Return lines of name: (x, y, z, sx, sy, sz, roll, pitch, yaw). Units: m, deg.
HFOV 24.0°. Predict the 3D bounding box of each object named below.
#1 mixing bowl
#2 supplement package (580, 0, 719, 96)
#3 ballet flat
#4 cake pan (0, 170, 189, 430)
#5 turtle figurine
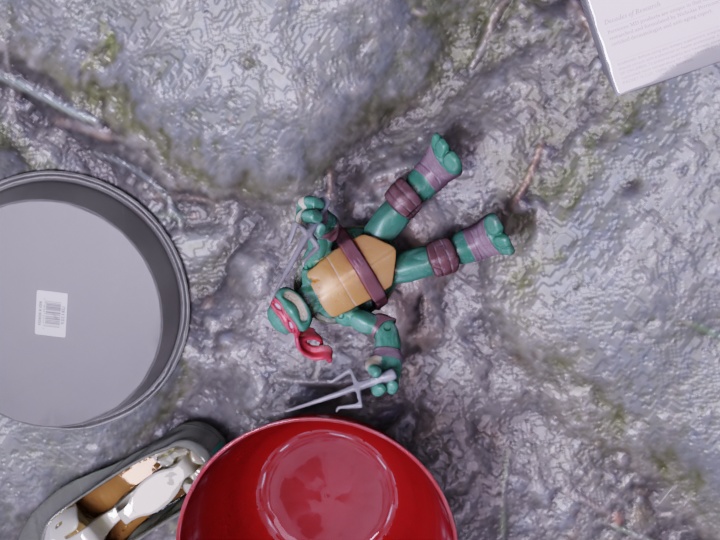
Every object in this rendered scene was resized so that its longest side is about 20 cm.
mixing bowl: (-0.028, 0.183, 1.234, 0.199, 0.108, 0.201, 1, 106, 3)
supplement package: (0.189, -0.234, 1.108, 0.119, 0.121, 0.201, -18, 103, 9)
ballet flat: (-0.187, 0.181, 1.268, 0.200, 0.064, 0.067, -34, 99, 12)
cake pan: (-0.227, 0.028, 1.247, 0.199, 0.037, 0.201, 1, 104, 3)
turtle figurine: (0.000, 0.000, 1.193, 0.200, 0.101, 0.150, -35, 111, -3)
